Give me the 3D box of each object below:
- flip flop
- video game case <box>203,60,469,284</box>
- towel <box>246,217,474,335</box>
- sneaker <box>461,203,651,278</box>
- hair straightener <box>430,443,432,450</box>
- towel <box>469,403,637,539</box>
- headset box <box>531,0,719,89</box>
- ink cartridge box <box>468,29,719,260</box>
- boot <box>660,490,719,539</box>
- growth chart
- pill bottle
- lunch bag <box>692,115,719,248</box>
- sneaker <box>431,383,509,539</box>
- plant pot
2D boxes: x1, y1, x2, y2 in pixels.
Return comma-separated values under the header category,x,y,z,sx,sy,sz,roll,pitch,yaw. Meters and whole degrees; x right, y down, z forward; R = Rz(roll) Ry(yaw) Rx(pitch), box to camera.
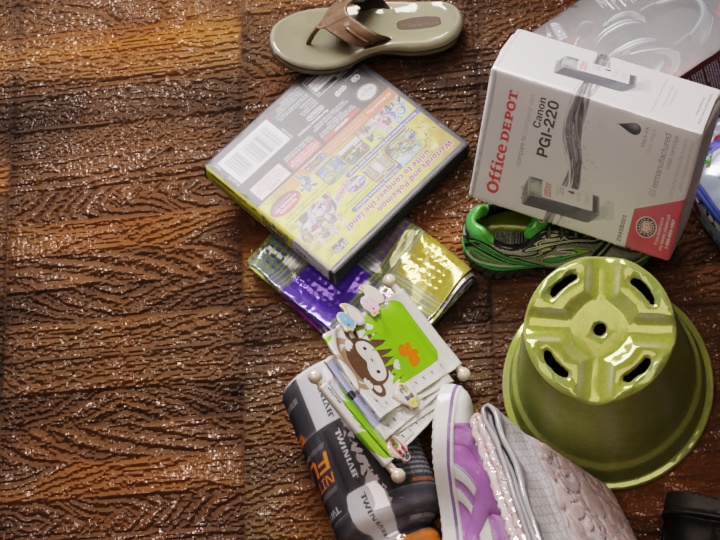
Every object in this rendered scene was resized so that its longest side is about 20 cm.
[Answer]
category,x,y,z,sx,sy,sz,roll,pitch,yaw
flip flop,0.005,-0.247,1.805,0.198,0.058,0.082,-6,56,-1
video game case,-0.024,-0.108,1.777,0.180,0.026,0.200,39,69,20
towel,0.000,0.000,1.757,0.200,0.023,0.144,40,83,20
sneaker,0.193,-0.035,1.699,0.198,0.085,0.079,-7,70,8
hair straightener,0.148,0.220,1.642,0.077,0.041,0.201,-35,68,-2
towel,0.182,0.220,1.519,0.032,0.190,0.201,-42,34,19
headset box,0.281,-0.213,1.733,0.199,0.077,0.149,-33,54,-1
ink cartridge box,0.209,-0.114,1.620,0.198,0.147,0.085,20,39,14
boot,0.341,0.289,1.559,0.209,0.080,0.159,8,65,24
growth chart,0.025,0.091,1.639,0.145,0.200,0.018,47,127,-3
pill bottle,0.009,0.183,1.646,0.105,0.106,0.201,-24,68,2
lunch bag,0.394,-0.104,1.693,0.199,0.076,0.161,-30,66,-2
sneaker,0.126,0.197,1.600,0.113,0.073,0.203,-7,91,12
plant pot,0.216,0.078,1.602,0.198,0.184,0.203,-3,71,10
